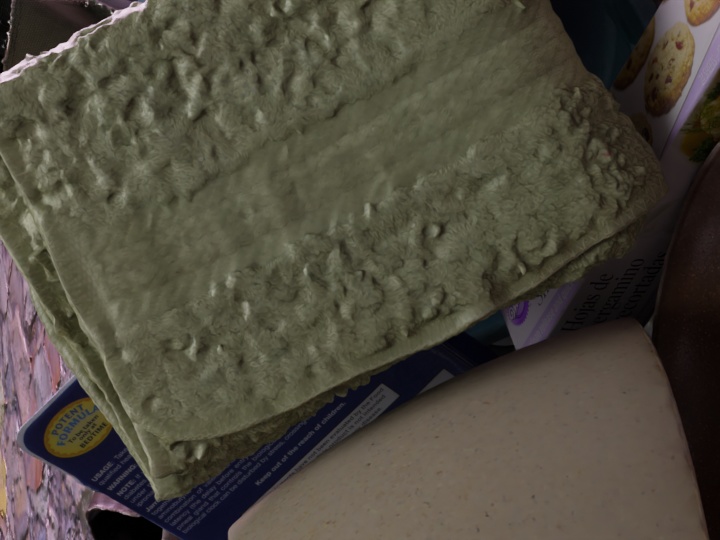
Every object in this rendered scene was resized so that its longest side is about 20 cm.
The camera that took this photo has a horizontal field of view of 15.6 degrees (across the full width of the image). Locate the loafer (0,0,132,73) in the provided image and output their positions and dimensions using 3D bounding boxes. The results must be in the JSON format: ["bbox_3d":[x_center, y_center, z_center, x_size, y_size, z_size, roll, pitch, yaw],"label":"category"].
[{"bbox_3d":[-0.120,-0.081,1.088,0.199,0.069,0.076,31,119,29],"label":"loafer"}]

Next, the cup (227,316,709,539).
[{"bbox_3d":[0.033,0.125,0.858,0.200,0.142,0.202,172,90,-87],"label":"cup"}]

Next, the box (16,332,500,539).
[{"bbox_3d":[-0.016,0.057,0.939,0.121,0.200,0.032,-43,39,15],"label":"box"}]

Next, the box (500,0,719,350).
[{"bbox_3d":[0.100,-0.040,0.857,0.200,0.038,0.042,119,142,-47],"label":"box"}]

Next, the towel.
[{"bbox_3d":[-0.019,-0.033,0.835,0.149,0.199,0.036,60,-171,-3],"label":"towel"}]

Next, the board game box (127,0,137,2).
[{"bbox_3d":[-0.070,-0.127,1.213,0.200,0.064,0.149,-64,-18,-69],"label":"board game box"}]

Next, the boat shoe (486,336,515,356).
[{"bbox_3d":[0.000,0.000,1.066,0.200,0.072,0.062,36,117,46],"label":"boat shoe"}]

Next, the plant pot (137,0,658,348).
[{"bbox_3d":[0.000,-0.103,0.972,0.197,0.199,0.201,-102,20,-52],"label":"plant pot"}]

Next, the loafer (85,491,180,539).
[{"bbox_3d":[-0.086,0.095,1.172,0.073,0.070,0.201,118,145,-55],"label":"loafer"}]

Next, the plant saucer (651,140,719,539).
[{"bbox_3d":[0.141,0.050,0.786,0.200,0.032,0.202,179,90,-71],"label":"plant saucer"}]
